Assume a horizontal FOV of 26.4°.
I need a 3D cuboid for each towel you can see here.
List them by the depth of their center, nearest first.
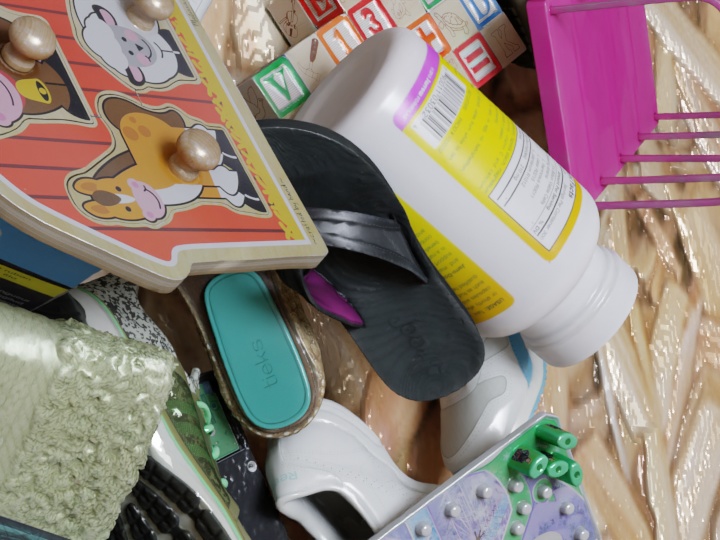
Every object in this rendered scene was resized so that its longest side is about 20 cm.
[{"bbox_3d":[-0.178,0.102,0.677,0.148,0.036,0.200,21,106,-24],"label":"towel"}]

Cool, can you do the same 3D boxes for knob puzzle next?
[{"bbox_3d":[-0.115,-0.079,0.640,0.219,0.030,0.220,30,36,-25],"label":"knob puzzle"}]

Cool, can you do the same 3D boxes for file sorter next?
[{"bbox_3d":[0.205,-0.132,0.981,0.200,0.125,0.139,-43,127,-56],"label":"file sorter"}]

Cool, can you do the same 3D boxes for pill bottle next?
[{"bbox_3d":[0.059,-0.033,0.844,0.200,0.104,0.104,40,57,-20],"label":"pill bottle"}]

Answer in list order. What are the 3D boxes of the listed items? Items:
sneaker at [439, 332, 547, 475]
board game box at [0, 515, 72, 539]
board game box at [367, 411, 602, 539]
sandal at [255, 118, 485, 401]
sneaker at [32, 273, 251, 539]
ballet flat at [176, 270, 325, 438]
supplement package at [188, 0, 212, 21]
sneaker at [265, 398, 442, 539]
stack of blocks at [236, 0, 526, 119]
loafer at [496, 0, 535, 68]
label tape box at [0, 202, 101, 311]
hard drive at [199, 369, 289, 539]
[{"bbox_3d":[0.066,0.032,0.932,0.081,0.077,0.200,22,57,-22],"label":"sneaker"},{"bbox_3d":[-0.178,0.166,0.669,0.200,0.135,0.028,24,20,-23],"label":"board game box"},{"bbox_3d":[0.066,0.210,0.831,0.200,0.026,0.200,-33,118,-22],"label":"board game box"},{"bbox_3d":[0.001,0.000,0.772,0.200,0.075,0.048,46,15,-30],"label":"sandal"},{"bbox_3d":[-0.092,0.082,0.757,0.200,0.077,0.089,63,35,-10],"label":"sneaker"},{"bbox_3d":[-0.072,-0.008,0.817,0.070,0.065,0.200,-16,91,0],"label":"ballet flat"},{"bbox_3d":[-0.161,-0.125,0.778,0.117,0.117,0.200,37,58,-22],"label":"supplement package"},{"bbox_3d":[0.029,0.155,0.846,0.200,0.075,0.089,31,27,-15],"label":"sneaker"},{"bbox_3d":[-0.001,-0.129,0.932,0.200,0.059,0.115,-42,102,-36],"label":"stack of blocks"},{"bbox_3d":[0.090,-0.225,0.985,0.067,0.076,0.200,-43,133,-22],"label":"loafer"},{"bbox_3d":[-0.203,-0.032,0.667,0.143,0.200,0.066,25,61,-28],"label":"label tape box"},{"bbox_3d":[-0.096,0.168,0.789,0.140,0.038,0.200,-25,92,-38],"label":"hard drive"}]
